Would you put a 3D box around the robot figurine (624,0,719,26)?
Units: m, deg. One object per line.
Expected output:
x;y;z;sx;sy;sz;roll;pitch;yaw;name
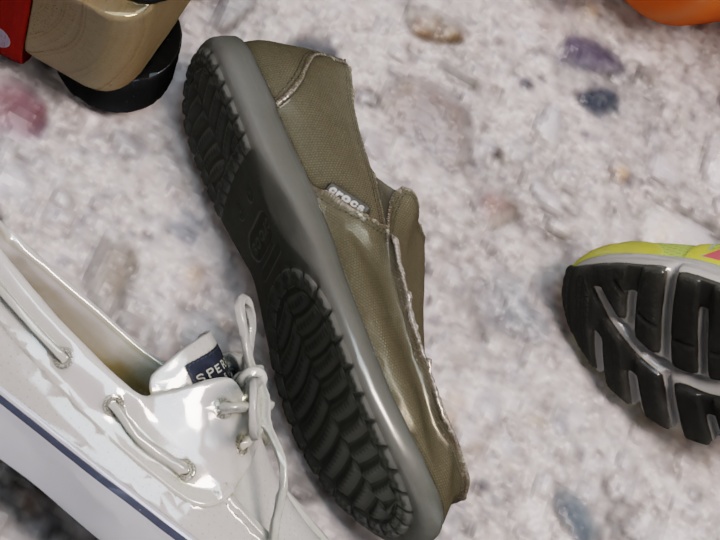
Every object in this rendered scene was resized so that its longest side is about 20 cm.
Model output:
0.174;-0.167;0.945;0.198;0.144;0.118;-9;107;-28;robot figurine

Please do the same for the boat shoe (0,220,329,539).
-0.058;0.048;0.751;0.201;0.075;0.086;37;97;0;boat shoe

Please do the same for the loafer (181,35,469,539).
0.000;0.000;0.812;0.069;0.075;0.202;-14;75;-25;loafer

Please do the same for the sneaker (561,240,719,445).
0.177;0.016;0.861;0.198;0.079;0.091;9;39;18;sneaker

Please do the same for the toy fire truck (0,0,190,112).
-0.120;-0.188;0.821;0.199;0.129;0.177;29;59;2;toy fire truck
